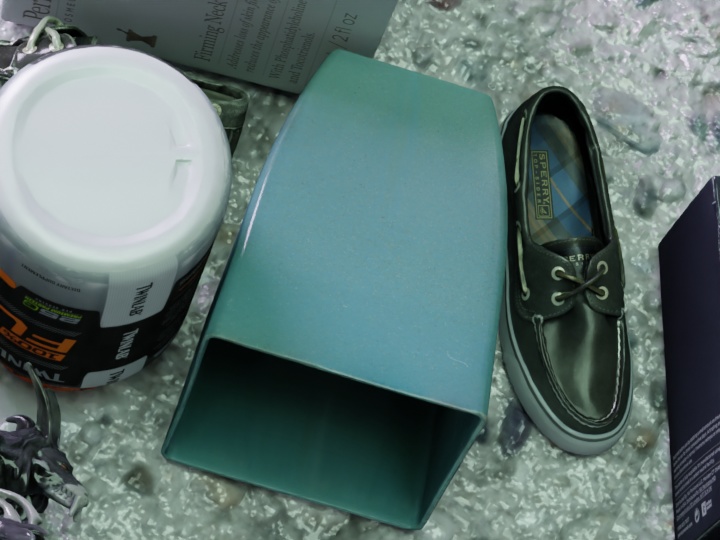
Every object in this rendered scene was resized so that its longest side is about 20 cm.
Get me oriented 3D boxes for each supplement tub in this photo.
[{"bbox_3d":[-0.135,-0.017,1.373,0.122,0.200,0.123,4,67,-10],"label":"supplement tub"}]

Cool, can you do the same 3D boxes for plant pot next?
[{"bbox_3d":[0.000,0.000,1.432,0.141,0.141,0.200,17,59,-5],"label":"plant pot"}]

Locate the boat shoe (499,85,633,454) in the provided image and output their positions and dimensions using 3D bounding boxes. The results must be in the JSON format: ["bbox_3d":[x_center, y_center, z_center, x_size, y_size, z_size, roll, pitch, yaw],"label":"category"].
[{"bbox_3d":[0.108,-0.003,1.495,0.068,0.057,0.201,-5,70,-13],"label":"boat shoe"}]

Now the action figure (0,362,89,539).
[{"bbox_3d":[-0.180,0.150,1.350,0.102,0.119,0.200,28,75,14],"label":"action figure"}]

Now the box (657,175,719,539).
[{"bbox_3d":[0.269,0.056,1.480,0.199,0.104,0.183,4,69,-11],"label":"box"}]

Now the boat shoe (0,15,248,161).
[{"bbox_3d":[-0.157,-0.099,1.463,0.199,0.064,0.071,16,25,-12],"label":"boat shoe"}]

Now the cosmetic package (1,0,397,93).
[{"bbox_3d":[-0.070,-0.213,1.472,0.199,0.167,0.167,14,67,-5],"label":"cosmetic package"}]
